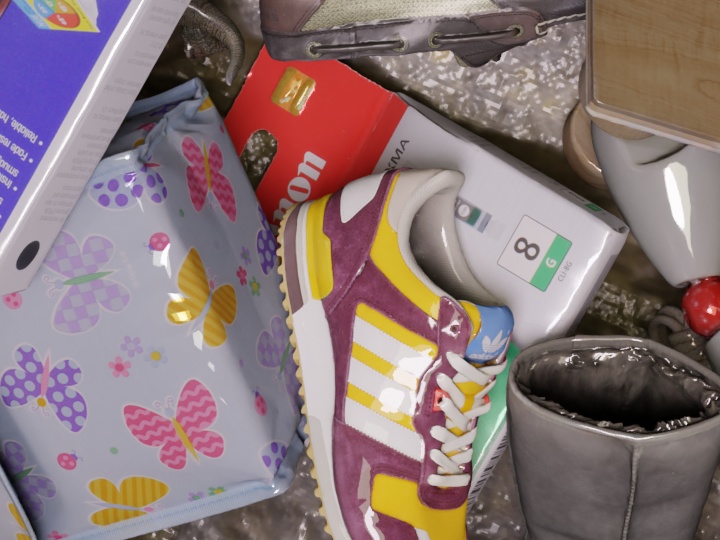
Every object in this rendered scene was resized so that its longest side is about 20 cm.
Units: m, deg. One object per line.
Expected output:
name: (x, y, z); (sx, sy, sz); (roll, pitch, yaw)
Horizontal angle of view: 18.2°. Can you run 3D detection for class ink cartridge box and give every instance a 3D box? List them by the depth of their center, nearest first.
ink cartridge box: (-0.190, -0.083, 0.914); (0.198, 0.043, 0.200); (36, 98, 23)
ink cartridge box: (0.000, 0.000, 1.042); (0.200, 0.050, 0.161); (31, 100, 12)

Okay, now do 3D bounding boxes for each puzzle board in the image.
puzzle board: (0.192, -0.099, 1.010); (0.199, 0.151, 0.017); (16, 140, -14)

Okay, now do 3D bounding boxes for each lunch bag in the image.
lunch bag: (-0.134, 0.033, 0.992); (0.199, 0.127, 0.170); (-15, 108, 25)

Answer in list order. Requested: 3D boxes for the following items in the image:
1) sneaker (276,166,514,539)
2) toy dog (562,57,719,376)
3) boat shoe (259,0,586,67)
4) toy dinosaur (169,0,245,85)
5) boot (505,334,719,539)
sneaker: (0.027, 0.054, 0.970); (0.090, 0.075, 0.201); (-18, 83, 26)
toy dog: (0.171, -0.029, 1.034); (0.096, 0.132, 0.200); (-27, 101, -8)
boat shoe: (0.049, -0.128, 1.048); (0.200, 0.072, 0.066); (-2, 122, -11)
toy dinosaur: (-0.110, -0.146, 1.009); (0.077, 0.200, 0.102); (-30, 138, 14)
boot: (0.148, 0.113, 1.030); (0.181, 0.073, 0.200); (4, 133, -2)
